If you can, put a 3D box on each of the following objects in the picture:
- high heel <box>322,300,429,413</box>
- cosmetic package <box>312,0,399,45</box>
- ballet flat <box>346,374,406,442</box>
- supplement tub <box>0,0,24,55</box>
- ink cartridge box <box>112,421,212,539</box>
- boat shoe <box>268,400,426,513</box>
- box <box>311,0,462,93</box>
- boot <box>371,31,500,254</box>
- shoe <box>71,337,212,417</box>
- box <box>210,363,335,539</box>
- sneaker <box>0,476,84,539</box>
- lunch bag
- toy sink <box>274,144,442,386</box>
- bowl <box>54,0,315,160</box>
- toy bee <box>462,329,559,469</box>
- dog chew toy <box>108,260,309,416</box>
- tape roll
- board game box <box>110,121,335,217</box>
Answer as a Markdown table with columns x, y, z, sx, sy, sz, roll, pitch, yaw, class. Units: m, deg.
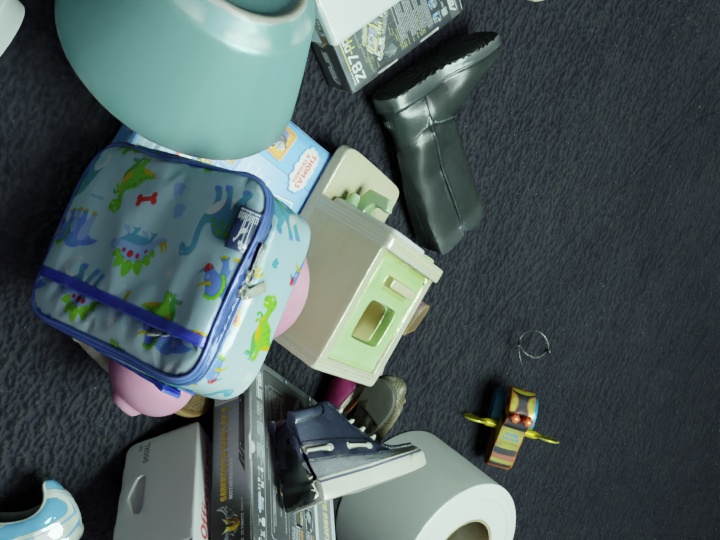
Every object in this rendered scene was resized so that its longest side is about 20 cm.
| x | y | z | sx | sy | sz | roll | pitch | yaw | class |
| --- | --- | --- | --- | --- | --- | --- | --- | --- | --- |
| -0.011 | 0.083 | 0.883 | 0.201 | 0.096 | 0.067 | -56 | 161 | 23 | high heel |
| 0.017 | -0.292 | 0.658 | 0.199 | 0.074 | 0.103 | -37 | 126 | -16 | cosmetic package |
| -0.006 | 0.193 | 0.877 | 0.046 | 0.068 | 0.201 | -5 | 135 | -51 | ballet flat |
| -0.320 | -0.190 | 0.450 | 0.146 | 0.144 | 0.200 | -51 | 130 | -9 | supplement tub |
| -0.156 | 0.277 | 0.761 | 0.083 | 0.146 | 0.202 | -21 | 126 | 4 | ink cartridge box |
| -0.009 | 0.176 | 0.778 | 0.198 | 0.074 | 0.094 | 4 | 62 | -53 | boat shoe |
| 0.004 | -0.299 | 0.723 | 0.161 | 0.049 | 0.202 | -42 | 128 | -19 | box |
| 0.109 | -0.141 | 0.857 | 0.163 | 0.066 | 0.202 | -32 | 123 | -13 | boot |
| -0.207 | 0.073 | 0.717 | 0.201 | 0.053 | 0.071 | 54 | 51 | -42 | shoe |
| -0.085 | 0.208 | 0.766 | 0.048 | 0.203 | 0.159 | -20 | 142 | 19 | box |
| -0.348 | 0.253 | 0.674 | 0.198 | 0.072 | 0.073 | -27 | 89 | -20 | sneaker |
| -0.145 | -0.002 | 0.570 | 0.082 | 0.197 | 0.163 | 36 | 76 | -58 | lunch bag |
| 0.000 | 0.000 | 0.779 | 0.202 | 0.111 | 0.130 | -60 | 148 | -1 | toy sink |
| -0.111 | -0.197 | 0.566 | 0.198 | 0.105 | 0.204 | 21 | 52 | -29 | bowl |
| 0.204 | 0.199 | 1.047 | 0.128 | 0.109 | 0.204 | -5 | 109 | 12 | toy bee |
| -0.136 | 0.041 | 0.659 | 0.200 | 0.124 | 0.125 | -48 | 130 | -10 | dog chew toy |
| 0.085 | 0.332 | 0.988 | 0.200 | 0.138 | 0.207 | -15 | 116 | -32 | tape roll |
| -0.127 | -0.093 | 0.713 | 0.199 | 0.036 | 0.153 | 35 | 86 | -41 | board game box |
